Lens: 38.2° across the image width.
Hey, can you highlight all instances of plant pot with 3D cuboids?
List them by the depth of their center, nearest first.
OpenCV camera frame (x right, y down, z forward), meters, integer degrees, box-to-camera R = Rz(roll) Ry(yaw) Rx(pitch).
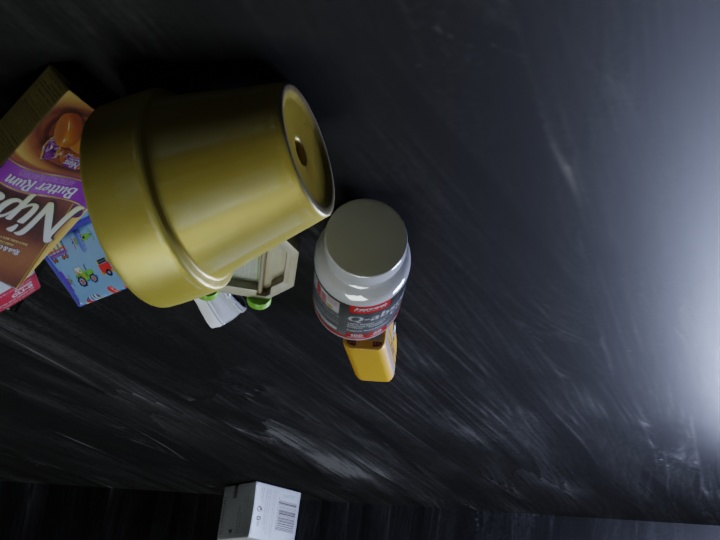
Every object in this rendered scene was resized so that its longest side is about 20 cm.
[{"bbox_3d":[-0.133,-0.087,0.981,0.186,0.204,0.201,-16,152,16],"label":"plant pot"}]

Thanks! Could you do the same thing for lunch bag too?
[{"bbox_3d":[-0.312,-0.077,1.167,0.149,0.095,0.201,-18,119,37],"label":"lunch bag"}]

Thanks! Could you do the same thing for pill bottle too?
[{"bbox_3d":[0.000,0.000,1.232,0.114,0.118,0.201,8,159,0],"label":"pill bottle"}]

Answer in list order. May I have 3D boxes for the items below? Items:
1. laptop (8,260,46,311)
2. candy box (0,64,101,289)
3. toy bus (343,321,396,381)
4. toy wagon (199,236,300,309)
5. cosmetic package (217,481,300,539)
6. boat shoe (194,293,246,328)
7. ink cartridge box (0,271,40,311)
[{"bbox_3d":[-0.577,-0.025,1.518,0.185,0.117,0.200,21,126,-31],"label":"laptop"},{"bbox_3d":[-0.326,-0.089,1.032,0.057,0.200,0.117,46,-176,36],"label":"candy box"},{"bbox_3d":[0.013,0.096,1.519,0.064,0.080,0.201,4,158,8],"label":"toy bus"},{"bbox_3d":[-0.174,-0.025,1.278,0.196,0.040,0.157,9,136,-3],"label":"toy wagon"},{"bbox_3d":[-0.306,0.737,3.119,0.163,0.168,0.199,21,154,-31],"label":"cosmetic package"},{"bbox_3d":[-0.200,0.011,1.405,0.068,0.073,0.201,-23,142,-4],"label":"boat shoe"},{"bbox_3d":[-0.464,-0.043,1.152,0.143,0.146,0.201,-31,162,-20],"label":"ink cartridge box"}]
